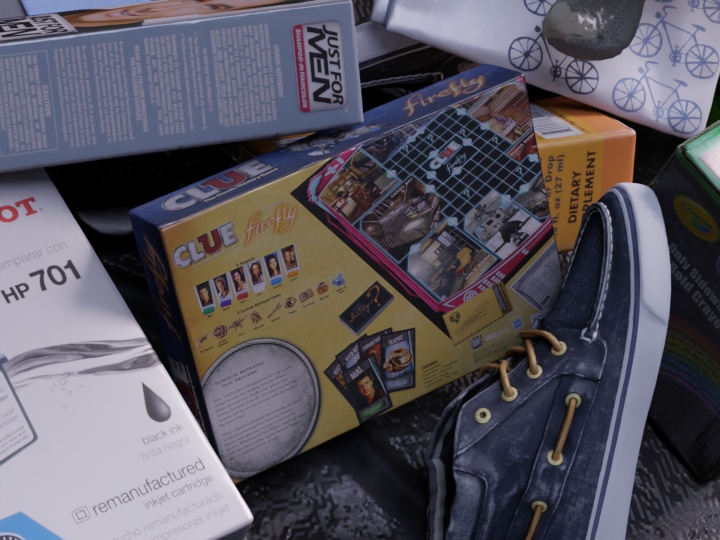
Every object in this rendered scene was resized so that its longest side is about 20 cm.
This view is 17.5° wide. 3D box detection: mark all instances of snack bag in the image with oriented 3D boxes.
[{"bbox_3d":[0.120,-0.188,1.198,0.188,0.021,0.201,19,86,-13],"label":"snack bag"}]

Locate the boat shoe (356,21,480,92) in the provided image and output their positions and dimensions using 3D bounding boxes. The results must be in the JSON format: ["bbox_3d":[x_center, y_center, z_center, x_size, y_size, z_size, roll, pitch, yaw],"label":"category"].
[{"bbox_3d":[0.059,-0.111,1.232,0.199,0.072,0.068,-16,96,-11],"label":"boat shoe"}]

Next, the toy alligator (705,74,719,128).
[{"bbox_3d":[0.210,-0.077,1.281,0.054,0.059,0.200,-22,73,-51],"label":"toy alligator"}]

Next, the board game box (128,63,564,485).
[{"bbox_3d":[0.000,0.000,1.098,0.199,0.136,0.035,-23,25,-24],"label":"board game box"}]

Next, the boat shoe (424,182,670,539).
[{"bbox_3d":[0.087,0.053,1.103,0.090,0.071,0.201,9,88,-14],"label":"boat shoe"}]

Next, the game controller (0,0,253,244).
[{"bbox_3d":[-0.129,-0.113,1.157,0.104,0.042,0.201,-21,83,-30],"label":"game controller"}]

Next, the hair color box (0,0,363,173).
[{"bbox_3d":[-0.108,-0.090,1.083,0.199,0.099,0.061,-8,104,-13],"label":"hair color box"}]

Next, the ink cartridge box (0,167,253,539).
[{"bbox_3d":[-0.163,0.071,1.026,0.146,0.086,0.201,-22,71,-31],"label":"ink cartridge box"}]

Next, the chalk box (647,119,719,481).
[{"bbox_3d":[0.212,-0.011,1.154,0.124,0.200,0.125,-29,73,-34],"label":"chalk box"}]

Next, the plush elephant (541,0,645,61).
[{"bbox_3d":[0.177,-0.207,1.111,0.164,0.155,0.201,8,78,9],"label":"plush elephant"}]

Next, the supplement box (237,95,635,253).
[{"bbox_3d":[0.039,-0.038,1.173,0.199,0.067,0.069,-10,26,-25],"label":"supplement box"}]
